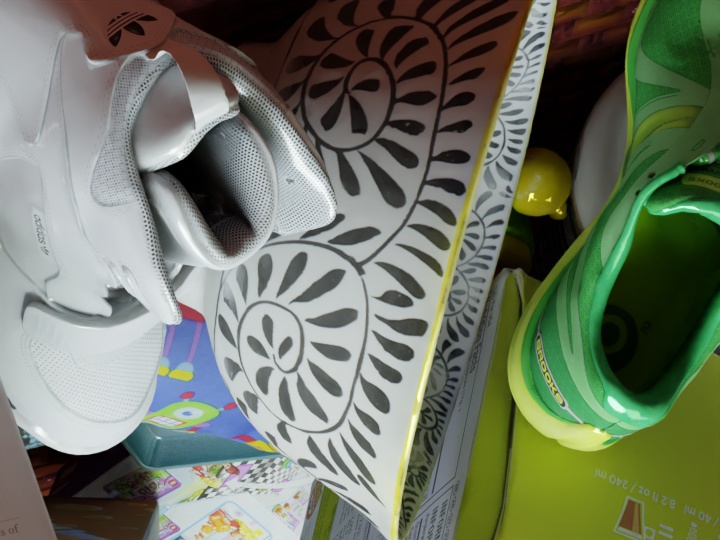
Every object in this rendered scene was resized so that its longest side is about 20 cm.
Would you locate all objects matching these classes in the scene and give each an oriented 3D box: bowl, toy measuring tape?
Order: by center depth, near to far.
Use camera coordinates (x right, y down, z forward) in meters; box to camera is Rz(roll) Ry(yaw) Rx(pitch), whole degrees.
[{"bbox_3d":[-0.005,-0.019,0.960,0.094,0.201,0.201,14,159,6],"label":"bowl"},{"bbox_3d":[0.000,0.000,1.122,0.200,0.074,0.074,-24,161,31],"label":"toy measuring tape"}]

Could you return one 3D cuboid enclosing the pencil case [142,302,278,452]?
[{"bbox_3d":[-0.086,0.015,1.018,0.087,0.078,0.200,-26,154,38],"label":"pencil case"}]

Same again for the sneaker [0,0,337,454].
[{"bbox_3d":[-0.069,-0.005,0.870,0.075,0.115,0.200,-34,138,-29],"label":"sneaker"}]

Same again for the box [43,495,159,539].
[{"bbox_3d":[-0.143,0.144,1.142,0.124,0.098,0.200,2,-178,-2],"label":"box"}]

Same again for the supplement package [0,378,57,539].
[{"bbox_3d":[-0.177,0.044,0.858,0.121,0.200,0.120,-11,157,-25],"label":"supplement package"}]

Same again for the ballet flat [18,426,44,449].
[{"bbox_3d":[-0.187,0.048,1.074,0.200,0.074,0.074,-21,160,-6],"label":"ballet flat"}]

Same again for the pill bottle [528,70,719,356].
[{"bbox_3d":[0.125,0.000,1.163,0.116,0.116,0.200,-17,162,-13],"label":"pill bottle"}]

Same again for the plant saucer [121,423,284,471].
[{"bbox_3d":[-0.007,0.045,1.159,0.200,0.019,0.070,-6,143,21],"label":"plant saucer"}]

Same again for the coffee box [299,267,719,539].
[{"bbox_3d":[0.086,0.156,1.093,0.199,0.200,0.198,22,144,-12],"label":"coffee box"}]

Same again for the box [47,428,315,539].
[{"bbox_3d":[-0.020,0.091,1.246,0.137,0.039,0.200,43,125,-18],"label":"box"}]

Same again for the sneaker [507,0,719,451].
[{"bbox_3d":[0.119,-0.030,1.004,0.074,0.200,0.084,24,173,-20],"label":"sneaker"}]
